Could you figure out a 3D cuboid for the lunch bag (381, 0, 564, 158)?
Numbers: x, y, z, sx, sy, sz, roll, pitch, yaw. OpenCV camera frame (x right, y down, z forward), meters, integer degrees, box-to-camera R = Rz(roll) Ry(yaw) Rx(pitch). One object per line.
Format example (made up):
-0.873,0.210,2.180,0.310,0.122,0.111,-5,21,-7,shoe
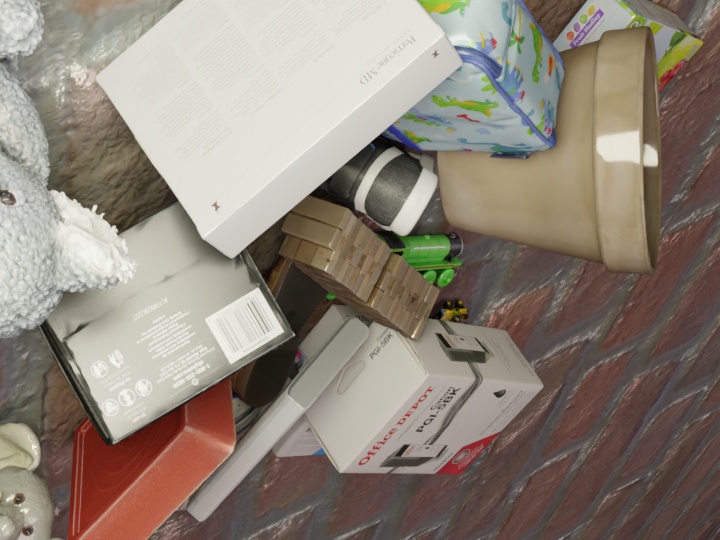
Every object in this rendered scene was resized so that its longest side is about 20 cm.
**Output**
0.054,-0.148,1.018,0.200,0.159,0.083,32,67,-63,lunch bag

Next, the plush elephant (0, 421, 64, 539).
-0.320,0.219,1.141,0.154,0.166,0.200,-26,-177,7,plush elephant

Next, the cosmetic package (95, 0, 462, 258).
-0.056,-0.130,0.909,0.200,0.151,0.052,-39,153,5,cosmetic package

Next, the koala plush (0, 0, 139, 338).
-0.227,-0.040,0.789,0.176,0.201,0.184,-28,152,-18,koala plush

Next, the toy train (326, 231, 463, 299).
0.028,-0.010,1.328,0.199,0.042,0.057,-6,129,-46,toy train

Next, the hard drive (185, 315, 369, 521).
-0.077,0.136,1.262,0.200,0.027,0.132,-49,180,39,hard drive

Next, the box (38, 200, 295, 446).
-0.151,0.040,1.015,0.148,0.125,0.200,-30,180,-14,box

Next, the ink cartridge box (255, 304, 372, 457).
-0.010,0.100,1.418,0.115,0.068,0.200,6,131,-52,ink cartridge box

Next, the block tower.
0.000,0.000,1.199,0.054,0.057,0.200,-64,147,-9,block tower

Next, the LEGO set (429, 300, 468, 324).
0.073,0.143,1.531,0.200,0.116,0.153,-49,151,21,LEGO set

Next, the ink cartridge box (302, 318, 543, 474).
0.063,0.127,1.372,0.199,0.083,0.147,9,128,-49,ink cartridge box

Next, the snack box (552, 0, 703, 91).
0.208,-0.162,1.286,0.142,0.053,0.200,4,132,-50,snack box

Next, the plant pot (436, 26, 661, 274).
0.158,-0.098,1.157,0.172,0.202,0.200,0,158,16,plant pot

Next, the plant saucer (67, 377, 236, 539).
-0.186,0.143,1.178,0.037,0.201,0.200,34,111,-27,plant saucer

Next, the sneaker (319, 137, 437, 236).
0.001,-0.089,1.142,0.073,0.111,0.200,-58,-174,2,sneaker

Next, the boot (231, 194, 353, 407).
-0.075,0.014,1.221,0.073,0.075,0.201,18,103,-51,boot

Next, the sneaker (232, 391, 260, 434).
-0.153,0.135,1.264,0.200,0.075,0.089,-49,168,-46,sneaker
